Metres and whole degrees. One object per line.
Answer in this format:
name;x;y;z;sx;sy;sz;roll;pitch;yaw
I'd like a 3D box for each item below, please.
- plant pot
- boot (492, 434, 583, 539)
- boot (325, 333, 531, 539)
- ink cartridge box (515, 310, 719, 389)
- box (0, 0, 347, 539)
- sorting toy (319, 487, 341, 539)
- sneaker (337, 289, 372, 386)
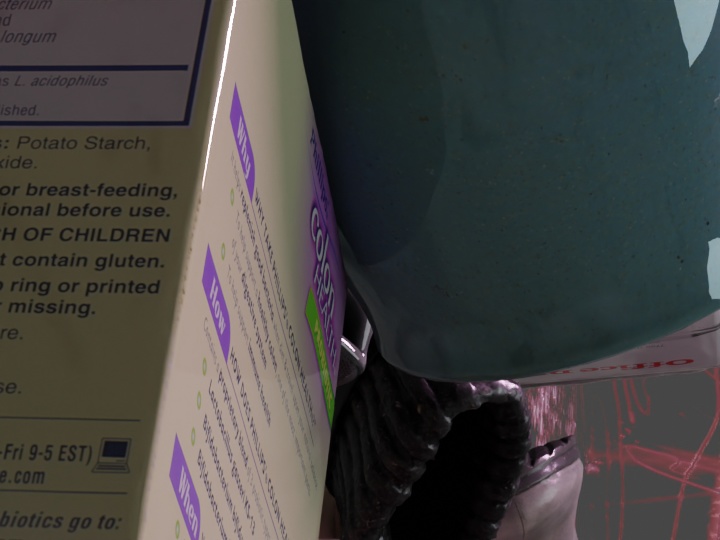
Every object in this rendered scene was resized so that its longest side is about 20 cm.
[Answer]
plant pot;0.040;-0.078;0.739;0.200;0.199;0.189;-68;142;-67
boot;0.085;0.148;1.080;0.200;0.067;0.131;79;-11;-78
boot;0.002;0.000;0.924;0.158;0.079;0.212;-118;-163;-49
ink cartridge box;0.089;-0.008;1.120;0.200;0.145;0.085;60;26;-72
box;-0.069;0.031;0.604;0.176;0.096;0.201;78;16;-53
sorting toy;-0.030;0.168;1.067;0.200;0.036;0.186;-33;123;-74
sneaker;-0.037;-0.044;0.842;0.075;0.084;0.201;-77;164;-58
